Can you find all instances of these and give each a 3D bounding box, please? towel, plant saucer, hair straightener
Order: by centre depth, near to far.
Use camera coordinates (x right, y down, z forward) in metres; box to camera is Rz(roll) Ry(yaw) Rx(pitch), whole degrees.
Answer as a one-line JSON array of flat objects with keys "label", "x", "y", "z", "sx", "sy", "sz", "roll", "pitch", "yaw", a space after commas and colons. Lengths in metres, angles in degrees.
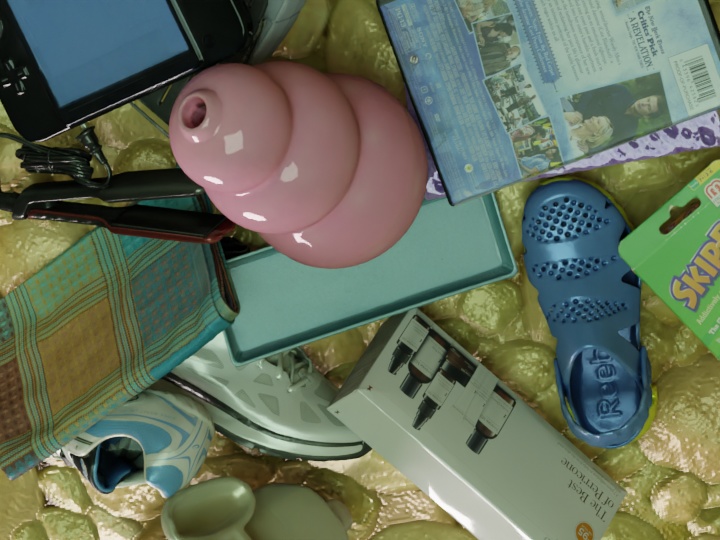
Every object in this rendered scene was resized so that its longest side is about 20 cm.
[{"label": "hair straightener", "x": -0.173, "y": -0.065, "z": 1.750, "sx": 0.199, "sy": 0.041, "sz": 0.077, "roll": 9, "pitch": 121, "yaw": 32}, {"label": "plant saucer", "x": 0.000, "y": 0.000, "z": 1.770, "sx": 0.199, "sy": 0.019, "sz": 0.070, "roll": -18, "pitch": 96, "yaw": -6}, {"label": "towel", "x": -0.171, "y": 0.031, "z": 1.773, "sx": 0.200, "sy": 0.147, "sz": 0.022, "roll": -35, "pitch": 136, "yaw": 18}]

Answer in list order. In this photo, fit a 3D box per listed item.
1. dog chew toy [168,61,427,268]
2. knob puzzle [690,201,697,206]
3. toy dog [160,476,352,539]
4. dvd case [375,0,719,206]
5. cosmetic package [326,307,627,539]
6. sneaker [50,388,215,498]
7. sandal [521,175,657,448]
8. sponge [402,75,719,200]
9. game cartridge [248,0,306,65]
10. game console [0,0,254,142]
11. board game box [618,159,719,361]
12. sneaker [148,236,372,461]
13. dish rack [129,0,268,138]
[{"label": "dog chew toy", "x": -0.045, "y": -0.073, "z": 1.668, "sx": 0.124, "sy": 0.200, "sz": 0.125, "roll": -8, "pitch": 74, "yaw": 32}, {"label": "knob puzzle", "x": 0.333, "y": 0.017, "z": 1.769, "sx": 0.218, "sy": 0.030, "sz": 0.221, "roll": 2, "pitch": 111, "yaw": 5}, {"label": "toy dog", "x": -0.109, "y": 0.226, "z": 1.835, "sx": 0.140, "sy": 0.194, "sz": 0.200, "roll": 46, "pitch": 128, "yaw": -2}, {"label": "dvd case", "x": 0.125, "y": -0.141, "z": 1.699, "sx": 0.199, "sy": 0.018, "sz": 0.143, "roll": -20, "pitch": 94, "yaw": 11}, {"label": "cosmetic package", "x": 0.080, "y": 0.121, "z": 1.801, "sx": 0.200, "sy": 0.083, "sz": 0.051, "roll": 41, "pitch": 149, "yaw": -10}, {"label": "sneaker", "x": -0.182, "y": 0.110, "z": 1.793, "sx": 0.199, "sy": 0.073, "sz": 0.072, "roll": 4, "pitch": 140, "yaw": 44}, {"label": "sandal", "x": 0.154, "y": 0.035, "z": 1.765, "sx": 0.079, "sy": 0.087, "sz": 0.201, "roll": -14, "pitch": 107, "yaw": 12}, {"label": "sponge", "x": 0.128, "y": -0.118, "z": 1.727, "sx": 0.199, "sy": 0.030, "sz": 0.112, "roll": -10, "pitch": 97, "yaw": 9}, {"label": "game cartridge", "x": -0.079, "y": -0.235, "z": 1.675, "sx": 0.133, "sy": 0.041, "sz": 0.201, "roll": 26, "pitch": 121, "yaw": 16}, {"label": "game console", "x": -0.195, "y": -0.167, "z": 1.616, "sx": 0.199, "sy": 0.118, "sz": 0.171, "roll": -20, "pitch": 99, "yaw": 35}, {"label": "board game box", "x": 0.265, "y": 0.022, "z": 1.747, "sx": 0.095, "sy": 0.030, "sz": 0.200, "roll": -41, "pitch": 105, "yaw": 16}, {"label": "sneaker", "x": -0.071, "y": 0.049, "z": 1.797, "sx": 0.200, "sy": 0.076, "sz": 0.116, "roll": 20, "pitch": 113, "yaw": 1}, {"label": "dish rack", "x": -0.156, "y": -0.181, "z": 1.691, "sx": 0.200, "sy": 0.055, "sz": 0.154, "roll": 40, "pitch": 126, "yaw": 11}]
